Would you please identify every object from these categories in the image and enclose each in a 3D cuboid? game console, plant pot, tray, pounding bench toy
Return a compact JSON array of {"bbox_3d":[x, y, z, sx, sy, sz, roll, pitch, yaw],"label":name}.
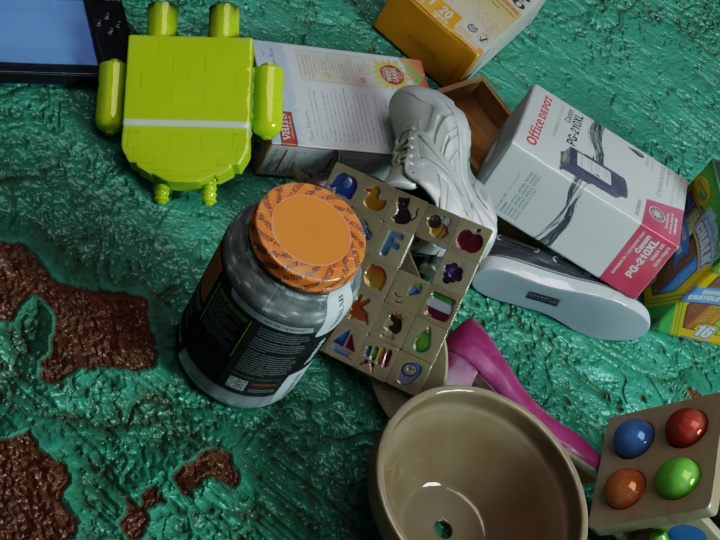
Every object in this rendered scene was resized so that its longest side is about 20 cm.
[{"bbox_3d":[-0.311,-0.280,1.286,0.199,0.118,0.172,-3,59,-27],"label":"game console"},{"bbox_3d":[0.088,0.208,1.160,0.200,0.093,0.202,13,54,-19],"label":"plant pot"},{"bbox_3d":[0.150,-0.117,1.457,0.098,0.037,0.200,-22,69,-36],"label":"tray"},{"bbox_3d":[0.288,0.233,1.183,0.156,0.124,0.201,46,44,-27],"label":"pounding bench toy"}]

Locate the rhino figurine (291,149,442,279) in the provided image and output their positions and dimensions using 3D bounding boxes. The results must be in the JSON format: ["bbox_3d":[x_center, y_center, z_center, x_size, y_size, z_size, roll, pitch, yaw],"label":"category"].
[{"bbox_3d":[0.016,-0.053,1.326,0.199,0.060,0.088,31,51,-8],"label":"rhino figurine"}]

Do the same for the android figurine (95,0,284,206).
[{"bbox_3d":[-0.164,-0.160,1.284,0.181,0.041,0.201,0,78,-1],"label":"android figurine"}]

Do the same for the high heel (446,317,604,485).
[{"bbox_3d":[0.163,0.126,1.274,0.199,0.067,0.096,27,59,10],"label":"high heel"}]

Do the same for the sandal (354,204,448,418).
[{"bbox_3d":[0.040,0.043,1.265,0.077,0.070,0.213,-18,78,13],"label":"sandal"}]

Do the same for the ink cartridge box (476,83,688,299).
[{"bbox_3d":[0.228,-0.084,1.377,0.199,0.085,0.145,32,35,-3],"label":"ink cartridge box"}]

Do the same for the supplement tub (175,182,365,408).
[{"bbox_3d":[-0.075,0.022,1.137,0.122,0.200,0.123,13,53,-18],"label":"supplement tub"}]

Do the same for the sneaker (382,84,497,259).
[{"bbox_3d":[0.059,-0.100,1.294,0.099,0.078,0.201,-2,57,-32],"label":"sneaker"}]

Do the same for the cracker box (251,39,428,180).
[{"bbox_3d":[-0.020,-0.162,1.388,0.199,0.058,0.135,3,57,-25],"label":"cracker box"}]

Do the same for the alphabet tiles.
[{"bbox_3d":[0.000,0.000,1.239,0.199,0.008,0.168,25,88,16],"label":"alphabet tiles"}]

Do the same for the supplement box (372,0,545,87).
[{"bbox_3d":[0.124,-0.310,1.554,0.126,0.074,0.200,41,49,4],"label":"supplement box"}]

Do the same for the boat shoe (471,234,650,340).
[{"bbox_3d":[0.207,0.012,1.379,0.199,0.070,0.067,16,53,-6],"label":"boat shoe"}]

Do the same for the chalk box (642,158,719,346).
[{"bbox_3d":[0.399,-0.026,1.408,0.124,0.200,0.125,13,53,-18],"label":"chalk box"}]
